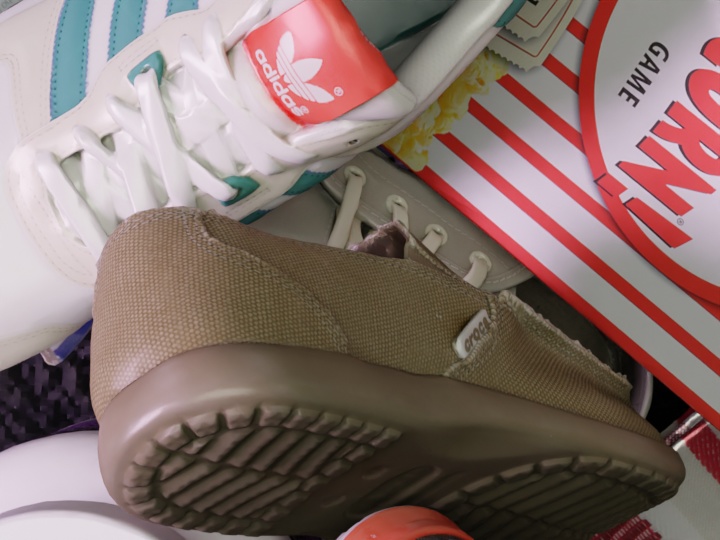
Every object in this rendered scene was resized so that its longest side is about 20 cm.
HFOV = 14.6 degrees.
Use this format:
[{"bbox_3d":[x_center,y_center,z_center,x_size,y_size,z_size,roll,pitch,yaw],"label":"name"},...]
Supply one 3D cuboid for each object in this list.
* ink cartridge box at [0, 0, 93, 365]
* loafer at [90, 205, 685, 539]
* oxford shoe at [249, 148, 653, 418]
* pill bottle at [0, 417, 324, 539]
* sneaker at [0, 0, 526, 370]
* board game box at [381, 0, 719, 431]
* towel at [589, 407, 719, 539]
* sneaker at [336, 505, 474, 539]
[{"bbox_3d":[-0.088,-0.113,0.715,0.200,0.041,0.200,-55,128,-27],"label":"ink cartridge box"},{"bbox_3d":[0.010,0.027,0.656,0.076,0.200,0.068,-28,65,24],"label":"loafer"},{"bbox_3d":[0.000,0.000,0.729,0.200,0.058,0.075,27,82,-28],"label":"oxford shoe"},{"bbox_3d":[-0.062,0.094,0.700,0.111,0.200,0.112,0,89,1],"label":"pill bottle"},{"bbox_3d":[-0.036,-0.044,0.642,0.200,0.093,0.070,-36,103,-8],"label":"sneaker"},{"bbox_3d":[0.090,-0.060,0.699,0.200,0.046,0.152,40,114,19],"label":"board game box"},{"bbox_3d":[0.097,0.122,0.772,0.200,0.023,0.144,-41,104,2],"label":"towel"},{"bbox_3d":[0.039,0.151,0.632,0.077,0.082,0.200,-37,123,-34],"label":"sneaker"}]
